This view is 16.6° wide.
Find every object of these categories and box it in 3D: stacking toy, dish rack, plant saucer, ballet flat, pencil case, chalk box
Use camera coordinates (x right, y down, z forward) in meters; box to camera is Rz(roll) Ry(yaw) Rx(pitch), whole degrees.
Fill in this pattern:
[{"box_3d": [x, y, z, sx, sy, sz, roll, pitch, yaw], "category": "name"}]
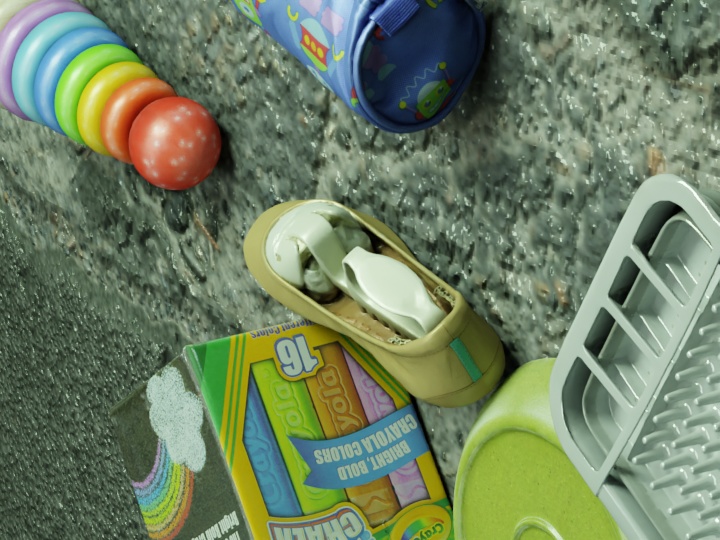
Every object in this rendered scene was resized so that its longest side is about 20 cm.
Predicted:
[{"box_3d": [-0.150, -0.104, 1.491, 0.200, 0.085, 0.086, 33, 129, 42], "category": "stacking toy"}, {"box_3d": [0.164, 0.073, 1.041, 0.200, 0.043, 0.172, 57, 144, 32], "category": "dish rack"}, {"box_3d": [0.099, 0.143, 1.193, 0.200, 0.031, 0.201, 29, 125, 52], "category": "plant saucer"}, {"box_3d": [0.000, 0.000, 1.267, 0.200, 0.069, 0.063, 33, 162, 42], "category": "ballet flat"}, {"box_3d": [-0.019, -0.144, 1.231, 0.200, 0.078, 0.087, 41, 164, 45], "category": "pencil case"}, {"box_3d": [-0.032, 0.137, 1.326, 0.125, 0.124, 0.201, -37, 70, 57], "category": "chalk box"}]
